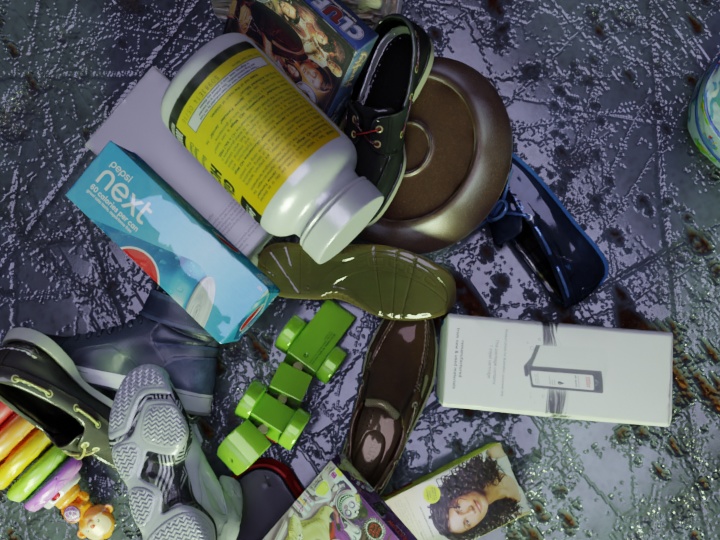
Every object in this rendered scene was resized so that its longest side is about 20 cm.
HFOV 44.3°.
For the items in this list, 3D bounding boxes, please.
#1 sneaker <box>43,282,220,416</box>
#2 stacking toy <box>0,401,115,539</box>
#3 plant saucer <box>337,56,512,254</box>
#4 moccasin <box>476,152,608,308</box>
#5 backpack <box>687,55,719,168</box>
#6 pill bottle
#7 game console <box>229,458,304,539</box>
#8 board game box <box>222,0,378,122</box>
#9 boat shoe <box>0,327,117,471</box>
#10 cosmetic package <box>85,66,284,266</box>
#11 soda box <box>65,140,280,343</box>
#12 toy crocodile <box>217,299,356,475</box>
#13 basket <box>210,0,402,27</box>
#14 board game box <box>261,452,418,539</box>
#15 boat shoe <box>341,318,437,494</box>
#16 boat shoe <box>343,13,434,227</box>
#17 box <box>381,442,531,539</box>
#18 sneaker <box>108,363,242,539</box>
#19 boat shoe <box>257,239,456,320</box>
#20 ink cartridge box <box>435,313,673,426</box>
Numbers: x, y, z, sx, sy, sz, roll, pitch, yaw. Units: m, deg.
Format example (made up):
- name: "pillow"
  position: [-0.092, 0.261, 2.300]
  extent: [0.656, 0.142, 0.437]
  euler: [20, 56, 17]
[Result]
- name: "sneaker"
  position: [-0.229, 0.049, 0.885]
  extent: [0.199, 0.077, 0.148]
  euler: [13, 87, 4]
- name: "stacking toy"
  position: [-0.320, 0.195, 0.877]
  extent: [0.116, 0.110, 0.200]
  euler: [-43, 95, -3]
- name: "plant saucer"
  position: [0.050, -0.118, 0.871]
  extent: [0.198, 0.032, 0.203]
  euler: [-4, 81, 27]
- name: "moccasin"
  position: [0.158, -0.049, 0.869]
  extent: [0.068, 0.081, 0.200]
  euler: [-43, 83, -14]
- name: "backpack"
  position: [0.417, -0.141, 0.846]
  extent: [0.199, 0.154, 0.164]
  euler: [35, 94, 18]
- name: "pill bottle"
  position: [-0.076, -0.106, 0.795]
  extent: [0.112, 0.112, 0.200]
  euler: [-44, 83, -1]
- name: "game console"
  position: [-0.104, 0.311, 0.884]
  extent: [0.176, 0.031, 0.201]
  euler: [-35, 84, 3]
- name: "board game box"
  position: [-0.074, -0.192, 0.845]
  extent: [0.135, 0.200, 0.035]
  euler: [42, 54, 6]
- name: "boat shoe"
  position: [-0.274, 0.141, 0.838]
  extent: [0.071, 0.202, 0.061]
  euler: [-14, 39, 30]
- name: "cosmetic package"
  position: [-0.163, -0.093, 0.891]
  extent: [0.200, 0.085, 0.108]
  euler: [43, 88, 6]
- name: "soda box"
  position: [-0.171, -0.025, 0.815]
  extent: [0.200, 0.064, 0.068]
  euler: [43, 92, 6]
- name: "toy crocodile"
  position: [-0.068, 0.110, 0.864]
  extent: [0.067, 0.062, 0.201]
  euler: [31, 60, 2]
- name: "basket"
  position: [-0.053, -0.319, 0.885]
  extent: [0.197, 0.123, 0.138]
  euler: [10, 85, 4]
- name: "board game box"
  position: [-0.039, 0.279, 0.808]
  extent: [0.120, 0.032, 0.201]
  euler: [43, 112, 13]
- name: "boat shoe"
  position: [0.030, 0.130, 0.866]
  extent: [0.074, 0.075, 0.205]
  euler: [14, 86, 4]
- name: "boat shoe"
  position: [0.013, -0.142, 0.843]
  extent: [0.073, 0.063, 0.204]
  euler: [19, 92, 25]
- name: "box"
  position: [0.059, 0.241, 0.852]
  extent: [0.198, 0.050, 0.076]
  euler: [-26, 83, -8]
- name: "sneaker"
  position: [-0.170, 0.190, 0.830]
  extent: [0.074, 0.115, 0.202]
  euler: [-19, 77, 7]
- name: "boat shoe"
  position: [-0.001, 0.001, 0.876]
  extent: [0.198, 0.066, 0.073]
  euler: [7, 106, 11]
- name: "ink cartridge box"
  position: [0.173, 0.093, 0.826]
  extent: [0.197, 0.146, 0.086]
  euler: [4, 83, 3]
